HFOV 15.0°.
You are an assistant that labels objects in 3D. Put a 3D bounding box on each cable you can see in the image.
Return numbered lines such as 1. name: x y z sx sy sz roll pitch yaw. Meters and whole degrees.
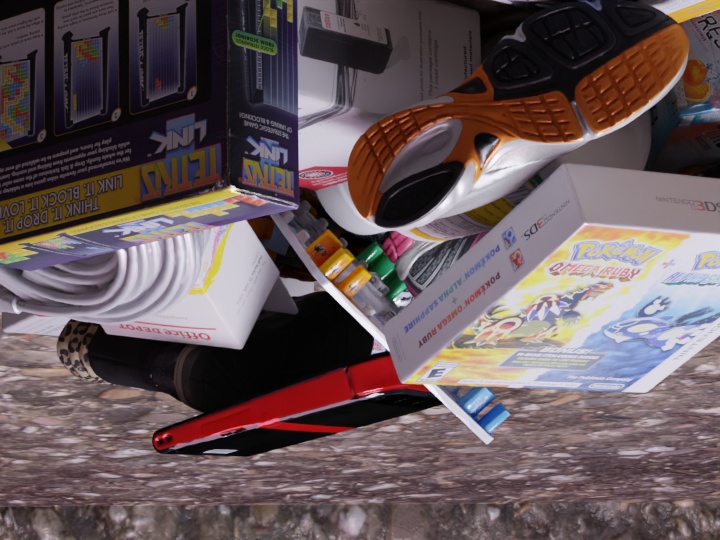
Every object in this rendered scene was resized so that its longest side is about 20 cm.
1. cable: -0.179 -0.050 1.639 0.199 0.069 0.200 13 141 22

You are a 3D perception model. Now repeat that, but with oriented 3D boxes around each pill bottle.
1. pill bottle: 0.066 -0.079 1.642 0.113 0.113 0.200 10 163 -43

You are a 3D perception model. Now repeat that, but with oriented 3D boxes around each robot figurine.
1. robot figurine: -0.055 -0.028 1.927 0.145 0.058 0.200 23 -173 39

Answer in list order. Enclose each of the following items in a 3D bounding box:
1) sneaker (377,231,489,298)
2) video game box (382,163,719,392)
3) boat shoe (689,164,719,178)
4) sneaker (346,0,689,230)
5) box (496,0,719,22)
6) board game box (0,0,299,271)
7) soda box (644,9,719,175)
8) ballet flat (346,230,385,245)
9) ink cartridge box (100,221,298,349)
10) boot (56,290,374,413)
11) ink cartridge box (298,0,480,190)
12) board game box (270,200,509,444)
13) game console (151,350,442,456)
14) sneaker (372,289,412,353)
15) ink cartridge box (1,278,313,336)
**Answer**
1. sneaker: 0.110 -0.042 1.773 0.200 0.075 0.081 -32 178 -9
2. video game box: 0.144 0.009 1.586 0.199 0.047 0.182 3 145 -37
3. boat shoe: 0.165 -0.025 1.649 0.199 0.057 0.069 -11 153 -13
4. sneaker: 0.091 -0.086 1.490 0.200 0.076 0.092 -25 170 19
5. box: 0.114 -0.169 1.412 0.200 0.042 0.119 11 162 -38
6. board game box: -0.120 -0.098 1.405 0.200 0.166 0.057 -11 164 39
7. soda box: 0.200 -0.102 1.644 0.063 0.069 0.200 -9 169 -4
8. ballet flat: 0.067 -0.026 1.871 0.199 0.074 0.074 22 167 1
9. ink cartridge box: -0.133 -0.013 1.787 0.117 0.067 0.200 5 145 32
10. boot: -0.100 0.049 1.923 0.150 0.073 0.200 8 -162 39
11. ink cartridge box: -0.049 -0.112 1.541 0.200 0.084 0.144 11 162 -44
12. board game box: 0.000 0.000 1.749 0.026 0.200 0.200 -42 129 5
13. game console: -0.033 0.092 1.861 0.176 0.031 0.200 -15 171 14
14. sneaker: 0.017 0.014 2.070 0.070 0.109 0.200 1 167 -14
15. ink cartridge box: -0.150 0.002 2.052 0.199 0.084 0.145 6 166 -28
